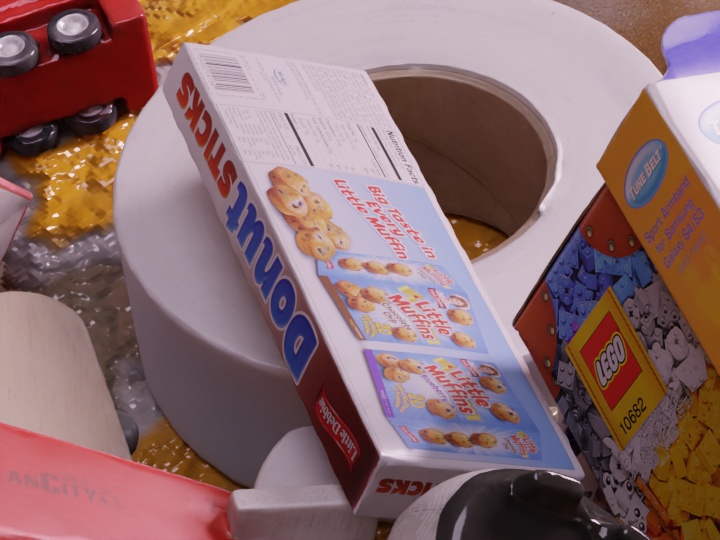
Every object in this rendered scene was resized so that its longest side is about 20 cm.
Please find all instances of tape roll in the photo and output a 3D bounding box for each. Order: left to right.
[{"bbox_3d":[0.017,-0.010,0.951,0.201,0.071,0.203,-3,44,3],"label":"tape roll"}]

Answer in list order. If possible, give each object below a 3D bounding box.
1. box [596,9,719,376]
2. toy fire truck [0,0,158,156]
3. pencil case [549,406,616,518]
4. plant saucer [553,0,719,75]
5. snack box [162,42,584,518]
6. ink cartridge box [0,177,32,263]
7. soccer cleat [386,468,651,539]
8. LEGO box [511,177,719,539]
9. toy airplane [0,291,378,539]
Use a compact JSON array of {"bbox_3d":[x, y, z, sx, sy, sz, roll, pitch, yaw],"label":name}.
[{"bbox_3d":[0.150,0.011,0.746,0.118,0.042,0.201,-10,56,-31],"label":"box"},{"bbox_3d":[-0.144,-0.107,1.081,0.199,0.049,0.141,-20,46,-12],"label":"toy fire truck"},{"bbox_3d":[0.070,0.126,0.802,0.089,0.078,0.201,17,48,2],"label":"pencil case"},{"bbox_3d":[0.097,-0.148,1.105,0.198,0.036,0.201,-4,45,4],"label":"plant saucer"},{"bbox_3d":[0.000,0.000,0.853,0.071,0.024,0.201,8,36,-30],"label":"snack box"},{"bbox_3d":[-0.226,-0.047,0.948,0.199,0.116,0.068,27,90,13],"label":"ink cartridge box"},{"bbox_3d":[0.087,0.123,0.714,0.200,0.086,0.070,40,61,-6],"label":"soccer cleat"},{"bbox_3d":[0.169,0.040,0.811,0.199,0.077,0.150,-10,59,-32],"label":"LEGO box"},{"bbox_3d":[-0.090,0.096,0.791,0.199,0.142,0.200,40,30,13],"label":"toy airplane"}]
